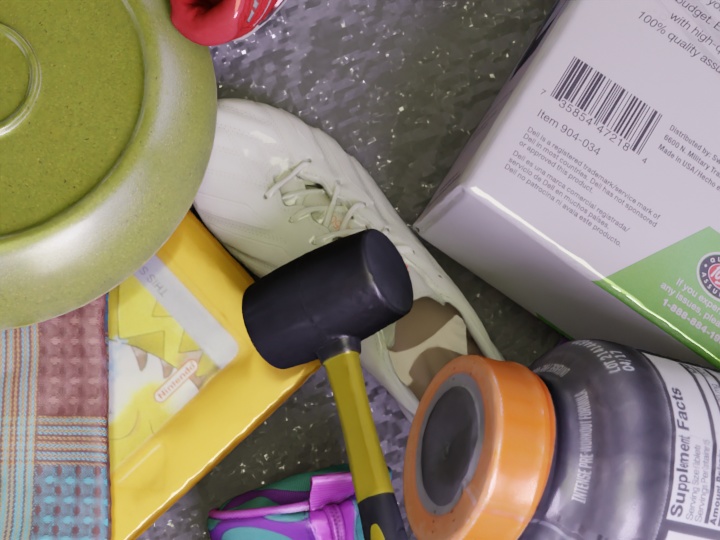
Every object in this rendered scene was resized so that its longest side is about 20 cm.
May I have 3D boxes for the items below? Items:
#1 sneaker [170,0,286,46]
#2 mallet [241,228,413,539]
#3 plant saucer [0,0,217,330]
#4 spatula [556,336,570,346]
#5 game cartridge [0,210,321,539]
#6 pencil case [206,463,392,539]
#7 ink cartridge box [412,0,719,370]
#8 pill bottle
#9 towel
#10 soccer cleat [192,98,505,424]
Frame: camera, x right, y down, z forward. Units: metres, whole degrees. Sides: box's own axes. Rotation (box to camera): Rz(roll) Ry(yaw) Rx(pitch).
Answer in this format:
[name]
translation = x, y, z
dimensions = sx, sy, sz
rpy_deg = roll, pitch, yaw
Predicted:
[sneaker]
translation = -0.072, -0.180, 0.715
dimensions = 0.077, 0.085, 0.201
rpy_deg = 1, 128, 30
[mallet]
translation = 0.012, 0.076, 0.686
dimensions = 0.066, 0.041, 0.201
rpy_deg = -32, 61, 20
[plant saucer]
translation = -0.160, -0.074, 0.750
dimensions = 0.198, 0.031, 0.201
rpy_deg = 1, 70, -2
[spatula]
translation = 0.077, 0.128, 0.799
dimensions = 0.056, 0.021, 0.201
rpy_deg = 23, 87, 9
[game cartridge]
translation = -0.145, 0.025, 0.769
dimensions = 0.176, 0.032, 0.200
rpy_deg = -43, 86, -7
[pencil case]
translation = -0.005, 0.184, 0.752
dimensions = 0.085, 0.092, 0.201
rpy_deg = -12, 87, -16
[ink cartridge box]
translation = 0.139, -0.065, 0.769
dimensions = 0.145, 0.084, 0.201
rpy_deg = 34, 73, -4
[pill bottle]
translation = 0.117, 0.087, 0.676
dimensions = 0.199, 0.106, 0.107
rpy_deg = 15, 85, -23
[towel]
translation = -0.203, 0.047, 0.741
dimensions = 0.198, 0.022, 0.148
rpy_deg = -2, 81, -1
[soccer cleat]
translation = 0.000, 0.000, 0.771
dimensions = 0.069, 0.078, 0.200
rpy_deg = -43, 91, -6
